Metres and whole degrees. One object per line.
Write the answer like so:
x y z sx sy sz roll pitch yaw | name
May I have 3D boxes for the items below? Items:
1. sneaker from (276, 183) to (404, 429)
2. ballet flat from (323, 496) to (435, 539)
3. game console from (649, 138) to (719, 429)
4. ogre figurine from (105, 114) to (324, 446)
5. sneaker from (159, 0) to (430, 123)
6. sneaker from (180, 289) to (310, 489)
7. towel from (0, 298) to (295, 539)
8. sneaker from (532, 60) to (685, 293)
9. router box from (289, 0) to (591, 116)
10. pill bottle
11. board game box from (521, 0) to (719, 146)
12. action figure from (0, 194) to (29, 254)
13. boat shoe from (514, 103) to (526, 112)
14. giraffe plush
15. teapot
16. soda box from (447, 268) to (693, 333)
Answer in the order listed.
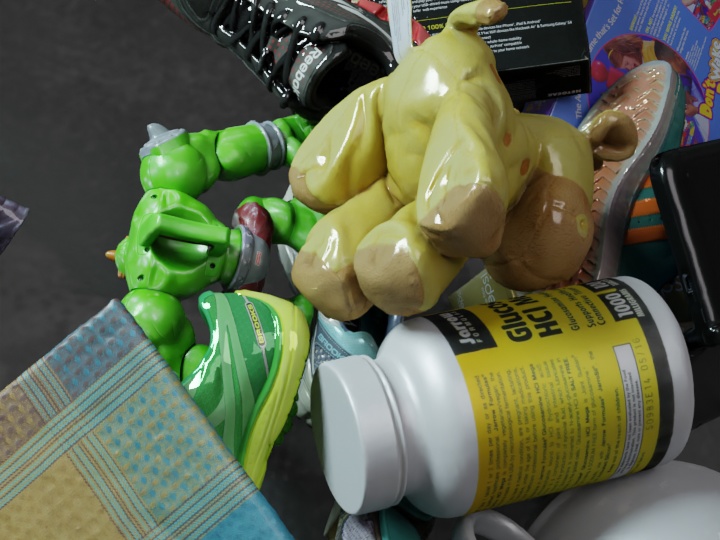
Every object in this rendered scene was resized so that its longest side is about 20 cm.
0.000 0.000 1.156 0.077 0.086 0.202 13 50 -24 | sneaker
0.006 0.153 1.093 0.072 0.072 0.201 36 18 -11 | ballet flat
0.222 0.012 1.207 0.199 0.116 0.178 -15 87 -51 | game console
-0.083 -0.008 1.105 0.119 0.098 0.202 16 89 -26 | ogre figurine
-0.044 -0.145 1.139 0.199 0.071 0.098 27 26 -1 | sneaker
-0.094 0.105 1.038 0.083 0.074 0.202 21 83 -5 | sneaker
-0.125 0.138 0.993 0.201 0.146 0.022 54 8 8 | towel
0.173 -0.036 1.211 0.080 0.071 0.202 36 67 -36 | sneaker
0.047 -0.179 1.243 0.198 0.051 0.151 -7 66 5 | router box
0.078 0.074 1.052 0.198 0.113 0.113 -11 72 -20 | pill bottle
0.199 -0.141 1.308 0.134 0.045 0.201 33 61 -18 | board game box
-0.278 -0.066 1.020 0.200 0.069 0.130 47 30 -16 | action figure
0.127 -0.125 1.323 0.056 0.069 0.202 -17 78 -36 | boat shoe
0.070 -0.050 1.078 0.161 0.172 0.202 27 65 -37 | giraffe plush
0.152 0.183 1.122 0.197 0.201 0.146 -36 60 -20 | teapot
0.161 0.024 1.267 0.198 0.068 0.065 -6 70 -35 | soda box
